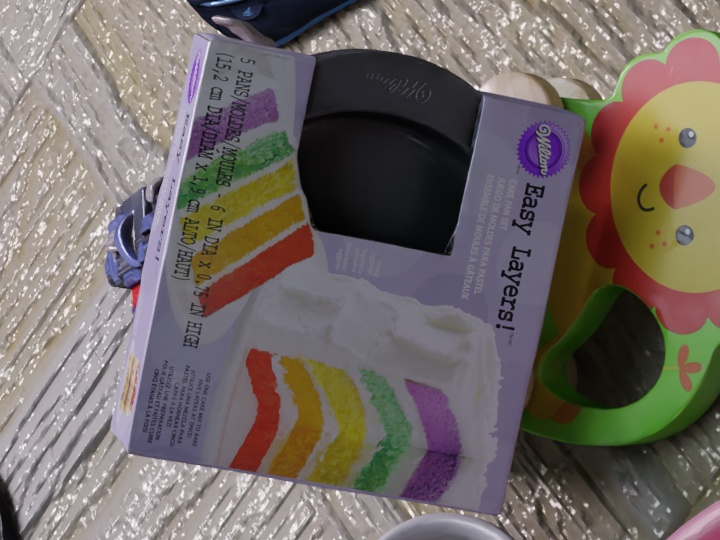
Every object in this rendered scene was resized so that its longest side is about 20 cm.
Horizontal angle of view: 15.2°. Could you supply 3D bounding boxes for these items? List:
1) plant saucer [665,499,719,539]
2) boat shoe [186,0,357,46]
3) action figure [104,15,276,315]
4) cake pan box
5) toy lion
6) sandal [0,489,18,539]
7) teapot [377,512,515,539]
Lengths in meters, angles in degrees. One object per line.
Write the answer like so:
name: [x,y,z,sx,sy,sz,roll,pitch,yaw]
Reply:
plant saucer: [0.176,0.180,1.132,0.200,0.051,0.201,-33,34,26]
boat shoe: [-0.021,-0.188,1.534,0.200,0.068,0.085,-39,48,29]
action figure: [-0.076,-0.039,1.510,0.200,0.104,0.195,179,104,-74]
cake pan box: [-0.004,-0.001,1.231,0.052,0.183,0.202,-146,69,-74]
toy lion: [0.140,-0.013,1.270,0.191,0.068,0.202,10,94,34]
sandal: [-0.244,0.175,1.643,0.076,0.048,0.201,-53,42,18]
teapot: [0.028,0.234,1.236,0.145,0.197,0.202,-10,99,7]
